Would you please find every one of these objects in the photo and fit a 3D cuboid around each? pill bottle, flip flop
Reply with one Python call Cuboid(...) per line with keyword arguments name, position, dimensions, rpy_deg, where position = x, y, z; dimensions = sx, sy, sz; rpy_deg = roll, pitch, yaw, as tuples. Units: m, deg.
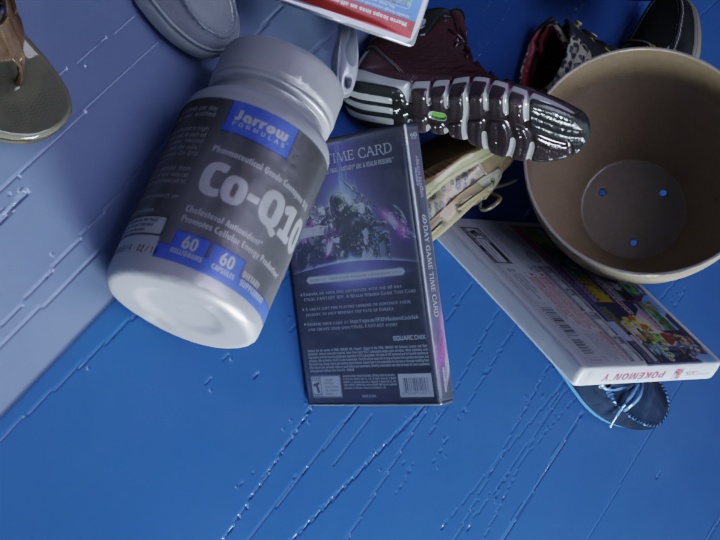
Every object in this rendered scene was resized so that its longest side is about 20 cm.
Cuboid(name="pill bottle", position=(-0.089, -0.057, 1.005), dimensions=(0.114, 0.114, 0.201), rpy_deg=(36, 64, -33))
Cuboid(name="flip flop", position=(-0.253, -0.166, 0.904), dimensions=(0.081, 0.057, 0.200), rpy_deg=(-45, 115, -34))

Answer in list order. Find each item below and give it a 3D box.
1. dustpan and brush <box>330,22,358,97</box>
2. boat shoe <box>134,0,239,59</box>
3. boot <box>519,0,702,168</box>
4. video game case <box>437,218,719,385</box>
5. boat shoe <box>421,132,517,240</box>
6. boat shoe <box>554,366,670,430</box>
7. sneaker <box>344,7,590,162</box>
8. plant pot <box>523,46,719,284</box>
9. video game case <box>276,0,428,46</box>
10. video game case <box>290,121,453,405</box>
Cuboid(name="dustpan and brush", position=(-0.014, -0.226, 1.119), dimensions=(0.139, 0.057, 0.201), rpy_deg=(19, 74, -39))
Cuboid(name="boat shoe", position=(-0.135, -0.242, 1.006), dimensions=(0.070, 0.071, 0.201), rpy_deg=(-43, 114, -35))
Cuboid(name="boot", position=(0.235, -0.201, 1.326), dimensions=(0.154, 0.073, 0.204), rpy_deg=(34, 70, -35))
Cuboid(name="video game case", position=(0.182, 0.024, 1.206), dimensions=(0.182, 0.200, 0.023), rpy_deg=(1, 126, -41))
Cuboid(name="boat shoe", position=(0.063, -0.062, 1.174), dimensions=(0.200, 0.073, 0.063), rpy_deg=(-33, 115, -27))
Cuboid(name="boat shoe", position=(0.226, 0.089, 1.301), dimensions=(0.200, 0.069, 0.084), rpy_deg=(35, 64, -34))
Cuboid(name="sneaker", position=(0.092, -0.161, 1.145), dimensions=(0.076, 0.199, 0.116), rpy_deg=(92, 13, -56))
Cuboid(name="plant pot", position=(0.239, -0.072, 1.232), dimensions=(0.135, 0.199, 0.201), rpy_deg=(73, 29, -73))
Cuboid(name="video game case", position=(0.005, -0.281, 1.045), dimensions=(0.142, 0.017, 0.201), rpy_deg=(16, 97, -20))
Cuboid(name="video game case", position=(0.000, 0.000, 1.058), dimensions=(0.019, 0.143, 0.201), rpy_deg=(-8, 92, -44))
